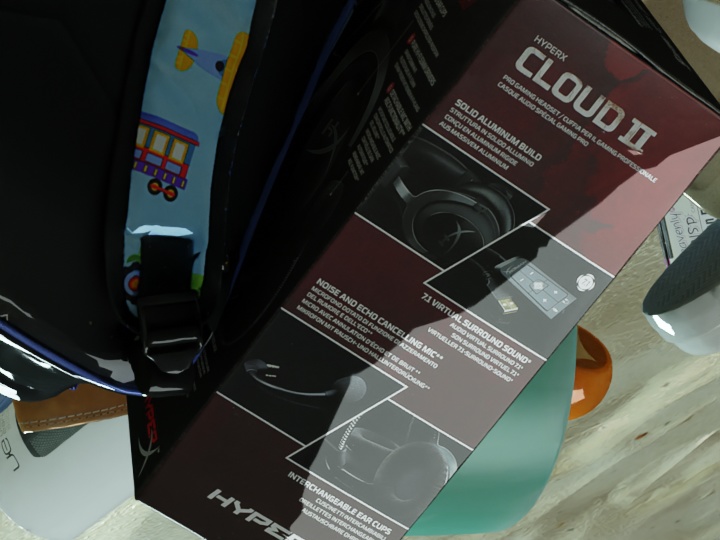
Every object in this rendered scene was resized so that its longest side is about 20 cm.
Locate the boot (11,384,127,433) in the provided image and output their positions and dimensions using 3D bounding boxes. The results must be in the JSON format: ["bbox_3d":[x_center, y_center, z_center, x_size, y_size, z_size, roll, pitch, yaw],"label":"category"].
[{"bbox_3d":[-0.115,-0.024,0.782,0.200,0.155,0.074,-1,-179,-38],"label":"boot"}]

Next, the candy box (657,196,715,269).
[{"bbox_3d":[0.239,-0.061,1.114,0.200,0.061,0.136,-8,-157,15],"label":"candy box"}]

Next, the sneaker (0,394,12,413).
[{"bbox_3d":[-0.209,0.041,0.969,0.146,0.081,0.200,-32,166,5],"label":"sneaker"}]

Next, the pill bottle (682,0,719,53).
[{"bbox_3d":[0.136,-0.169,0.686,0.114,0.114,0.200,-20,116,-17],"label":"pill bottle"}]

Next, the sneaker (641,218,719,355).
[{"bbox_3d":[0.212,0.002,0.932,0.200,0.116,0.074,-34,-165,-16],"label":"sneaker"}]

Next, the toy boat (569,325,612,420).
[{"bbox_3d":[0.062,0.031,1.163,0.131,0.131,0.200,23,151,-3],"label":"toy boat"}]

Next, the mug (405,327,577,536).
[{"bbox_3d":[-0.003,0.007,0.900,0.114,0.185,0.152,1,165,-21],"label":"mug"}]

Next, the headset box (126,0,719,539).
[{"bbox_3d":[0.015,-0.025,0.699,0.077,0.149,0.200,33,105,-20],"label":"headset box"}]

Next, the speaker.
[{"bbox_3d":[-0.095,0.049,1.135,0.200,0.081,0.081,-37,158,31],"label":"speaker"}]

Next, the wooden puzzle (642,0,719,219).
[{"bbox_3d":[0.113,-0.128,0.841,0.046,0.200,0.185,-56,-176,-40],"label":"wooden puzzle"}]

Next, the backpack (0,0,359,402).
[{"bbox_3d":[-0.097,-0.083,0.665,0.182,0.200,0.135,31,162,-21],"label":"backpack"}]
